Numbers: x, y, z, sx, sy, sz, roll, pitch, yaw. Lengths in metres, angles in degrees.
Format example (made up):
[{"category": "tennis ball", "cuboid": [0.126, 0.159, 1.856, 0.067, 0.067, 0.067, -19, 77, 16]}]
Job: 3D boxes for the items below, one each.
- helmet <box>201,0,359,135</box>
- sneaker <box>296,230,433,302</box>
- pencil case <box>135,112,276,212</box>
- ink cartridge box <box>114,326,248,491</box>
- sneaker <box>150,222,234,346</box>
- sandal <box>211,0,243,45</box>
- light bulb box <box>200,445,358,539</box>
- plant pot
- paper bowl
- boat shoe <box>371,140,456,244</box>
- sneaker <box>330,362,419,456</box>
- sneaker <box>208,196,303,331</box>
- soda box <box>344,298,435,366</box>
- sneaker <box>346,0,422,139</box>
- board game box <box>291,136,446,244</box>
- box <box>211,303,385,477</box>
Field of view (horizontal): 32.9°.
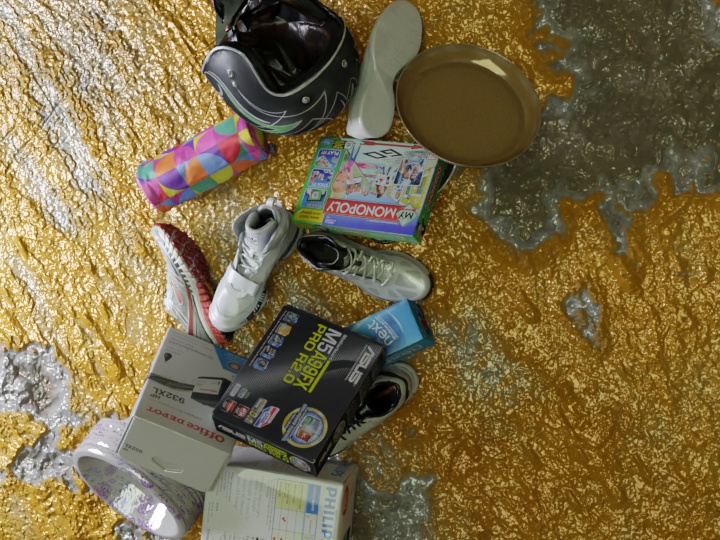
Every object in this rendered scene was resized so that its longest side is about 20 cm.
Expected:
[{"category": "helmet", "cuboid": [-0.099, -0.276, 1.649, 0.190, 0.200, 0.200, 33, 102, -9]}, {"category": "sneaker", "cuboid": [0.000, 0.000, 1.695, 0.200, 0.115, 0.076, 20, 99, 9]}, {"category": "pencil case", "cuboid": [-0.222, -0.159, 1.748, 0.199, 0.088, 0.089, -26, 90, 12]}, {"category": "ink cartridge box", "cuboid": [-0.238, 0.191, 1.701, 0.145, 0.200, 0.084, 24, 124, -8]}, {"category": "sneaker", "cuboid": [-0.261, 0.025, 1.774, 0.082, 0.078, 0.201, -23, 90, 15]}, {"category": "sandal", "cuboid": [-0.181, -0.389, 1.732, 0.075, 0.045, 0.201, -1, 95, 12]}, {"category": "light bulb box", "cuboid": [-0.117, 0.369, 1.753, 0.199, 0.125, 0.199, 7, 96, 11]}, {"category": "plant pot", "cuboid": [0.143, -0.217, 1.639, 0.199, 0.028, 0.201, 4, 62, -9]}, {"category": "paper bowl", "cuboid": [-0.308, 0.289, 1.767, 0.200, 0.201, 0.104, 33, 60, 7]}, {"category": "boat shoe", "cuboid": [0.077, -0.122, 1.695, 0.075, 0.060, 0.201, 29, 101, 8]}, {"category": "sneaker", "cuboid": [-0.008, 0.202, 1.737, 0.200, 0.080, 0.074, -40, 88, 14]}, {"category": "sneaker", "cuboid": [-0.157, -0.013, 1.702, 0.075, 0.115, 0.200, 30, 80, 17]}, {"category": "soda box", "cuboid": [-0.001, 0.112, 1.725, 0.199, 0.068, 0.064, -26, 74, 13]}, {"category": "sneaker", "cuboid": [0.020, -0.278, 1.691, 0.075, 0.088, 0.201, 23, 80, -25]}, {"category": "board game box", "cuboid": [0.012, -0.112, 1.665, 0.199, 0.029, 0.135, 8, 70, 32]}, {"category": "box", "cuboid": [-0.080, 0.157, 1.635, 0.160, 0.044, 0.200, 22, 59, 20]}]
